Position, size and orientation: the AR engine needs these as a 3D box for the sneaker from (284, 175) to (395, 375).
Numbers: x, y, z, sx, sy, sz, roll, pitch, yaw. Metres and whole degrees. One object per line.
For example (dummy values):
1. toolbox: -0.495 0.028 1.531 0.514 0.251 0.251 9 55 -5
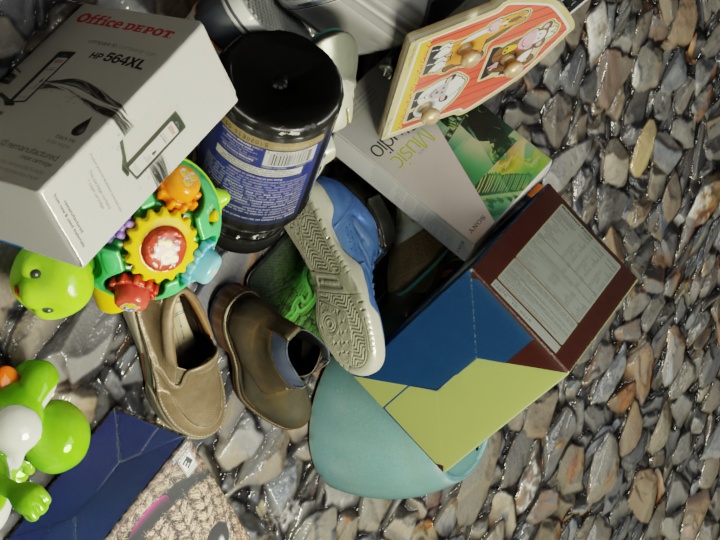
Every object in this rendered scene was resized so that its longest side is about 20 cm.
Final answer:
1. sneaker: 0.001 -0.001 1.632 0.111 0.077 0.201 -11 72 -46

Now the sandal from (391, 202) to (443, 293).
1. sandal: 0.057 -0.071 1.756 0.054 0.080 0.202 -5 113 -29

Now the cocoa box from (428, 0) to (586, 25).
1. cocoa box: 0.122 -0.283 1.611 0.200 0.132 0.133 -39 164 28

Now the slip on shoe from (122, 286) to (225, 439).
1. slip on shoe: -0.157 0.081 1.529 0.076 0.060 0.201 -43 134 -35

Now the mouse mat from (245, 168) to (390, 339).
1. mouse mat: -0.037 0.007 1.708 0.200 0.007 0.162 -48 137 -32

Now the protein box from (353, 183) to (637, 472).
1. protein box: 0.134 0.055 1.655 0.198 0.135 0.200 -44 180 39

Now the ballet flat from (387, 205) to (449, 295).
1. ballet flat: 0.082 -0.063 1.684 0.200 0.068 0.073 -43 105 -19

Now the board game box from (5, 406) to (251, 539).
1. board game box: -0.197 0.254 1.513 0.160 0.096 0.201 -52 139 -26

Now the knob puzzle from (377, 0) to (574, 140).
1. knob puzzle: 0.120 -0.194 1.572 0.218 0.031 0.220 -26 161 -10

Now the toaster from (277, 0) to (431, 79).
1. toaster: -0.008 -0.286 1.523 0.129 0.113 0.202 24 68 -49

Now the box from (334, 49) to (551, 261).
1. box: 0.072 -0.120 1.653 0.144 0.200 0.036 -46 171 -32

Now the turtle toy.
1. turtle toy: -0.196 -0.024 1.383 0.198 0.101 0.147 -23 119 -16

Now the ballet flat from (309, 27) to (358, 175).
1. ballet flat: -0.034 -0.142 1.521 0.067 0.064 0.200 -19 160 -23

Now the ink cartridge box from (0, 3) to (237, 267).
1. ink cartridge box: -0.215 -0.111 1.306 0.200 0.145 0.085 -52 137 -28

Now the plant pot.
1. plant pot: 0.059 0.160 1.783 0.199 0.134 0.202 -26 125 -45

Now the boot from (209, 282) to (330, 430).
1. boot: -0.072 0.102 1.618 0.075 0.096 0.201 -49 138 -20

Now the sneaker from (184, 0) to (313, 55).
1. sneaker: -0.099 -0.203 1.490 0.079 0.079 0.200 -31 162 15

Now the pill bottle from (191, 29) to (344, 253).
1. pill bottle: -0.088 -0.104 1.451 0.112 0.112 0.201 -44 167 -34

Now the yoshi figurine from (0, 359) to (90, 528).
1. yoshi figurine: -0.285 0.174 1.370 0.201 0.112 0.112 -63 159 -18

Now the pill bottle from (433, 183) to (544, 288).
1. pill bottle: 0.155 -0.003 1.874 0.201 0.106 0.106 -59 141 -19
